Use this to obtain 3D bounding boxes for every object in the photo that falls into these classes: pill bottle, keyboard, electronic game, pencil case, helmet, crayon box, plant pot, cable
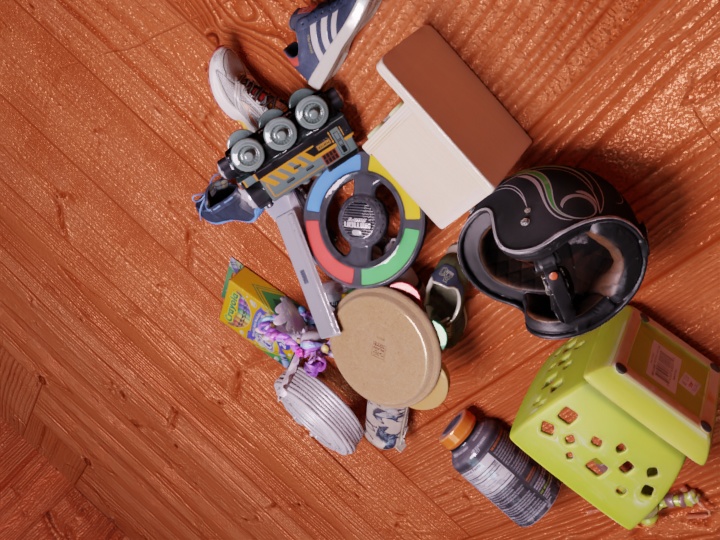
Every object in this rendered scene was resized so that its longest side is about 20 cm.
[{"bbox_3d":[0.227,0.323,1.221,0.200,0.106,0.106,42,138,2],"label":"pill bottle"},{"bbox_3d":[-0.080,0.008,1.110,0.056,0.011,0.201,-18,93,60],"label":"keyboard"},{"bbox_3d":[0.004,-0.073,1.060,0.199,0.042,0.201,2,94,27],"label":"electronic game"},{"bbox_3d":[0.058,0.233,1.296,0.089,0.078,0.201,25,135,19],"label":"pencil case"},{"bbox_3d":[0.223,-0.032,0.875,0.191,0.199,0.201,-119,11,-60],"label":"helmet"},{"bbox_3d":[-0.191,0.081,1.380,0.200,0.052,0.126,35,137,10],"label":"crayon box"},{"bbox_3d":[0.344,0.174,0.953,0.199,0.200,0.182,37,132,7],"label":"plant pot"},{"bbox_3d":[-0.076,0.264,1.377,0.200,0.069,0.200,25,153,45],"label":"cable"}]

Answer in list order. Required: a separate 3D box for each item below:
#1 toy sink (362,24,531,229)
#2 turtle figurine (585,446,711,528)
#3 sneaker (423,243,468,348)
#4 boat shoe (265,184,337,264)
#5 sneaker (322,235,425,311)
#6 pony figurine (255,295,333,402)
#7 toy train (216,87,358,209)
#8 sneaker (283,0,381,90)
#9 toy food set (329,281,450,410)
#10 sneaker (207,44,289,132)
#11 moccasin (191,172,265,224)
[{"bbox_3d":[0.090,-0.176,0.905,0.200,0.130,0.112,47,138,-6],"label":"toy sink"},{"bbox_3d":[0.416,0.342,1.126,0.200,0.064,0.162,-14,114,43],"label":"turtle figurine"},{"bbox_3d":[0.122,0.060,1.099,0.067,0.090,0.201,22,134,19],"label":"sneaker"},{"bbox_3d":[-0.095,-0.100,1.138,0.070,0.066,0.200,-2,133,45],"label":"boat shoe"},{"bbox_3d":[0.000,0.000,1.158,0.199,0.075,0.115,-3,120,33],"label":"sneaker"},{"bbox_3d":[-0.083,0.120,1.214,0.199,0.193,0.167,4,97,-3],"label":"pony figurine"},{"bbox_3d":[-0.098,-0.169,1.021,0.114,0.200,0.085,57,179,-27],"label":"toy train"},{"bbox_3d":[-0.041,-0.320,0.926,0.084,0.075,0.200,40,138,-4],"label":"sneaker"},{"bbox_3d":[0.040,0.111,1.093,0.199,0.049,0.199,4,108,33],"label":"toy food set"},{"bbox_3d":[-0.146,-0.245,1.076,0.082,0.078,0.200,-13,124,38],"label":"sneaker"},{"bbox_3d":[-0.222,-0.124,1.202,0.200,0.081,0.068,0,146,50],"label":"moccasin"}]
